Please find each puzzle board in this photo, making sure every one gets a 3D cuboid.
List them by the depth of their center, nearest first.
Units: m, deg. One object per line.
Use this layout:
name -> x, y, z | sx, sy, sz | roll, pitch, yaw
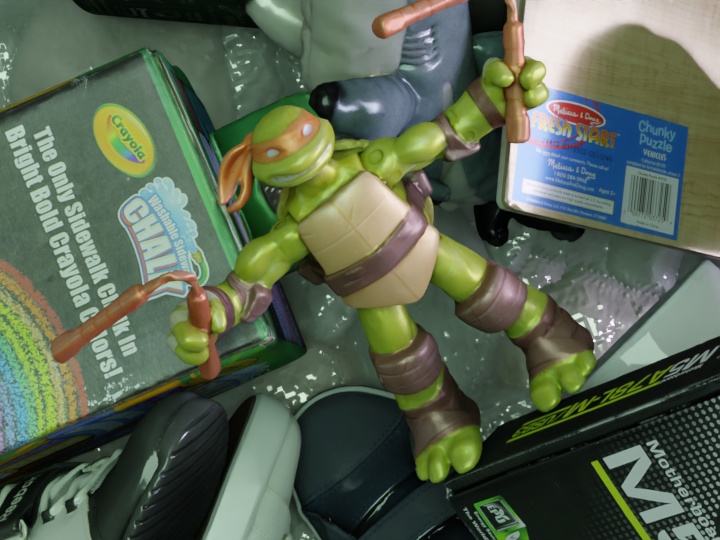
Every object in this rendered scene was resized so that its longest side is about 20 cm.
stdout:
puzzle board -> 0.139, -0.080, 0.862 | 0.199, 0.017, 0.151 | 11, 81, -32

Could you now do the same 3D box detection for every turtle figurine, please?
turtle figurine -> 0.000, 0.000, 0.776 | 0.200, 0.064, 0.161 | -40, 117, -1

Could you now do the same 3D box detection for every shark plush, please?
shark plush -> 0.041, -0.063, 0.836 | 0.083, 0.091, 0.200 | -40, 122, 6

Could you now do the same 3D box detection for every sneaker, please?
sneaker -> -0.121, 0.109, 0.845 | 0.088, 0.074, 0.200 | 39, 122, 11
sneaker -> 0.045, 0.123, 0.873 | 0.078, 0.079, 0.200 | -44, 84, -1
sneaker -> -0.044, 0.152, 0.884 | 0.084, 0.073, 0.201 | 16, 91, -12

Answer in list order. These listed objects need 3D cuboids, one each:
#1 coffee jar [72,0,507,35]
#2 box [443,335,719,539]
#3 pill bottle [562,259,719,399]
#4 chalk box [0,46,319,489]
coffee jar -> -0.018, -0.140, 0.880 | 0.199, 0.104, 0.086 | 6, 85, 1
box -> 0.148, 0.121, 0.761 | 0.047, 0.193, 0.200 | -41, 98, -34
pill bottle -> 0.171, 0.100, 0.852 | 0.114, 0.114, 0.200 | -44, 86, -2
chalk box -> -0.098, -0.003, 0.860 | 0.199, 0.124, 0.125 | -22, 84, 1
